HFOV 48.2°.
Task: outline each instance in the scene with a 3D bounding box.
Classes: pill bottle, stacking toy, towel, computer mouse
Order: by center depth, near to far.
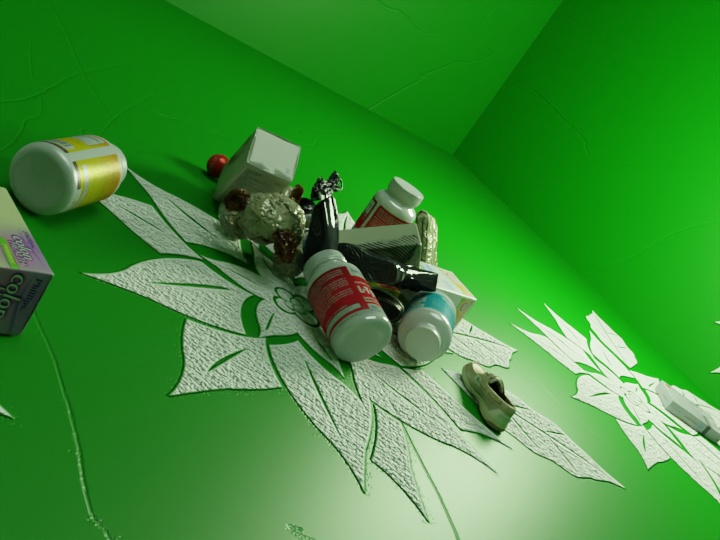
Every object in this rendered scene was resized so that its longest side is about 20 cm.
[{"bbox_3d":[-0.449,-0.155,1.267,0.109,0.109,0.200,36,18,2],"label":"pill bottle"},{"bbox_3d":[-0.031,0.058,1.457,0.112,0.112,0.200,18,31,-43],"label":"pill bottle"},{"bbox_3d":[-0.065,-0.080,1.523,0.053,0.201,0.139,16,21,10],"label":"computer mouse"},{"bbox_3d":[0.136,0.116,1.643,0.111,0.111,0.200,35,17,0],"label":"pill bottle"},{"bbox_3d":[-0.251,-0.196,1.788,0.200,0.086,0.085,31,18,-2],"label":"stacking toy"},{"bbox_3d":[0.058,-0.118,1.920,0.112,0.200,0.112,32,19,-12],"label":"pill bottle"},{"bbox_3d":[0.165,-0.043,1.988,0.036,0.201,0.148,-1,-5,16],"label":"towel"}]

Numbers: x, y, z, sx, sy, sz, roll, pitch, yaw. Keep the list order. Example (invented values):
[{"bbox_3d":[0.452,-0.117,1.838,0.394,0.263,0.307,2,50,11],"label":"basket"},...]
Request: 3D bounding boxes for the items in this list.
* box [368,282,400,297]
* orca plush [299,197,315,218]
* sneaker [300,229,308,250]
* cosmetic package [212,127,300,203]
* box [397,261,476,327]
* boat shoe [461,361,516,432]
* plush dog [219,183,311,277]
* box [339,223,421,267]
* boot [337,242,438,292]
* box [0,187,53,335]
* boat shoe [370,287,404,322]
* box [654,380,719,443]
[{"bbox_3d":[0.000,0.000,1.787,0.075,0.050,0.200,15,27,-49],"label":"box"},{"bbox_3d":[-0.144,-0.143,1.762,0.200,0.105,0.071,-16,87,-82],"label":"orca plush"},{"bbox_3d":[-0.126,-0.063,1.712,0.077,0.076,0.200,8,17,16],"label":"sneaker"},{"bbox_3d":[-0.213,-0.197,1.638,0.103,0.200,0.088,24,64,-23],"label":"cosmetic package"},{"bbox_3d":[0.152,0.054,1.843,0.200,0.101,0.113,17,26,-45],"label":"box"},{"bbox_3d":[0.264,0.242,1.635,0.072,0.065,0.200,28,19,-22],"label":"boat shoe"},{"bbox_3d":[-0.167,-0.094,1.517,0.200,0.161,0.172,38,7,4],"label":"plush dog"},{"bbox_3d":[0.027,-0.044,1.719,0.199,0.082,0.069,-7,48,-4],"label":"box"},{"bbox_3d":[0.052,-0.003,1.646,0.164,0.066,0.200,24,9,28],"label":"boot"},{"bbox_3d":[-0.483,-0.026,0.904,0.200,0.097,0.176,11,30,-51],"label":"box"},{"bbox_3d":[-0.003,0.059,1.597,0.200,0.074,0.060,28,19,-14],"label":"boat shoe"},{"bbox_3d":[1.049,0.451,2.574,0.200,0.041,0.156,36,18,-4],"label":"box"}]
